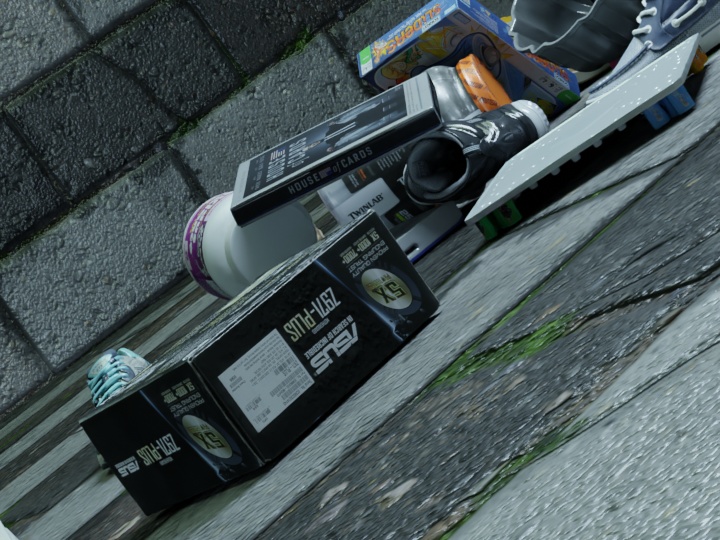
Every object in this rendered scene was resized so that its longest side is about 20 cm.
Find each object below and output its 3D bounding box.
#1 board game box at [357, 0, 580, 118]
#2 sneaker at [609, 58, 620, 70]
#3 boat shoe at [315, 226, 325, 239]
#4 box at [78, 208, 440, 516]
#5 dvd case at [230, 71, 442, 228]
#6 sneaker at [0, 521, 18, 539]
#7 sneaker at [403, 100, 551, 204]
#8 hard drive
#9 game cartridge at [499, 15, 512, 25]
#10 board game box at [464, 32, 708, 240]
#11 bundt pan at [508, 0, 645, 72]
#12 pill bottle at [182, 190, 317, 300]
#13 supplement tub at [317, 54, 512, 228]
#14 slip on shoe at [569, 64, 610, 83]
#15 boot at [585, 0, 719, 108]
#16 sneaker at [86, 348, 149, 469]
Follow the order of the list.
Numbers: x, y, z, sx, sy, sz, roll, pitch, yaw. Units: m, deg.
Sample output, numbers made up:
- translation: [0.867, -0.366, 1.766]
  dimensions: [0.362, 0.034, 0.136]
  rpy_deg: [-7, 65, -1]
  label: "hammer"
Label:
- translation: [0.113, -0.200, 1.874]
  dimensions: [0.135, 0.200, 0.035]
  rpy_deg: [-33, 46, 31]
  label: "board game box"
- translation: [0.297, -0.265, 1.733]
  dimensions: [0.200, 0.088, 0.081]
  rpy_deg: [-43, 8, -21]
  label: "sneaker"
- translation: [-0.065, -0.014, 1.919]
  dimensions: [0.076, 0.072, 0.200]
  rpy_deg: [-36, 6, -1]
  label: "boat shoe"
- translation: [-0.069, 0.064, 1.252]
  dimensions: [0.200, 0.086, 0.164]
  rpy_deg: [-40, 8, -39]
  label: "box"
- translation: [-0.022, -0.111, 1.631]
  dimensions: [0.200, 0.025, 0.150]
  rpy_deg: [-26, 17, 7]
  label: "dvd case"
- translation: [-0.268, 0.231, 1.171]
  dimensions: [0.146, 0.081, 0.200]
  rpy_deg: [-46, 12, -15]
  label: "sneaker"
- translation: [0.075, -0.098, 1.646]
  dimensions: [0.114, 0.076, 0.200]
  rpy_deg: [-18, -3, -36]
  label: "sneaker"
- translation: [0.000, 0.000, 1.663]
  dimensions: [0.132, 0.025, 0.200]
  rpy_deg: [-39, 7, -26]
  label: "hard drive"
- translation: [0.126, -0.231, 2.059]
  dimensions: [0.176, 0.032, 0.200]
  rpy_deg: [-45, 16, -21]
  label: "game cartridge"
- translation: [0.186, -0.108, 1.450]
  dimensions: [0.200, 0.026, 0.200]
  rpy_deg: [-34, 7, 22]
  label: "board game box"
- translation: [0.229, -0.269, 1.677]
  dimensions: [0.202, 0.076, 0.202]
  rpy_deg: [-48, 25, 30]
  label: "bundt pan"
- translation: [-0.103, -0.024, 1.747]
  dimensions: [0.112, 0.112, 0.200]
  rpy_deg: [-37, 9, -12]
  label: "pill bottle"
- translation: [0.058, -0.121, 1.821]
  dimensions: [0.200, 0.123, 0.123]
  rpy_deg: [-34, 6, 16]
  label: "supplement tub"
- translation: [0.261, -0.252, 2.025]
  dimensions: [0.200, 0.076, 0.061]
  rpy_deg: [-52, -24, -43]
  label: "slip on shoe"
- translation: [0.262, -0.219, 1.571]
  dimensions: [0.200, 0.090, 0.073]
  rpy_deg: [-35, 6, 3]
  label: "boot"
- translation: [-0.227, 0.123, 1.697]
  dimensions: [0.078, 0.086, 0.200]
  rpy_deg: [-36, 6, 3]
  label: "sneaker"
